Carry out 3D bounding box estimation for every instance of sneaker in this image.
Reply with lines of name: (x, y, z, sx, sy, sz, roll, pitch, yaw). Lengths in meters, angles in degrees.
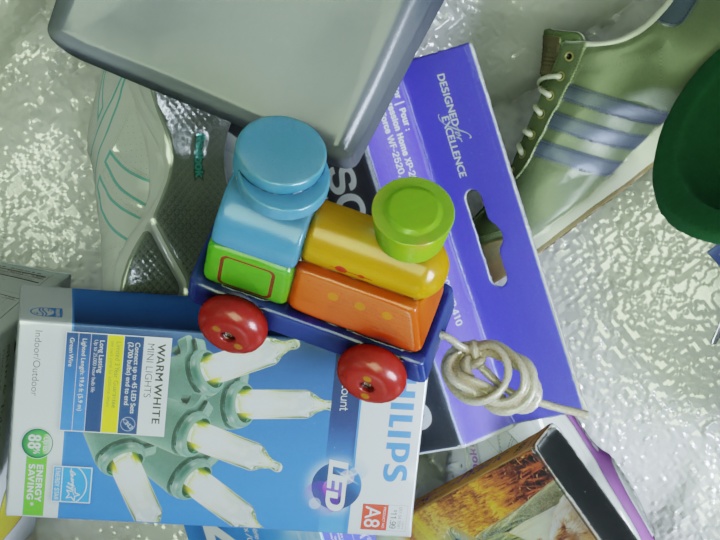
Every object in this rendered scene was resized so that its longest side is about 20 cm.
sneaker: (0.069, 0.092, 1.556, 0.099, 0.075, 0.200, -32, 95, 9)
sneaker: (-0.103, -0.040, 1.508, 0.070, 0.080, 0.201, 6, 88, -35)
sneaker: (0.115, -0.083, 1.528, 0.200, 0.067, 0.090, -37, 95, 4)

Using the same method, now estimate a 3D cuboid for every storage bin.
storage bin: (-0.050, -0.139, 1.404, 0.199, 0.146, 0.135, 22, 89, 2)

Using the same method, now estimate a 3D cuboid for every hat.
hat: (0.269, -0.026, 1.456, 0.176, 0.200, 0.166, 47, 64, -33)

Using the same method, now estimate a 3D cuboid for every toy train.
toy train: (0.024, 0.001, 1.374, 0.199, 0.085, 0.116, 19, 146, 4)

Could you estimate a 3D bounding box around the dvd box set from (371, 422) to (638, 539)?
dvd box set: (0.068, 0.181, 1.548, 0.200, 0.029, 0.147, -31, 95, 39)

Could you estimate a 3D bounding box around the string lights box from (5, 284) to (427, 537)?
string lights box: (-0.071, 0.069, 1.452, 0.199, 0.059, 0.103, 3, 107, -7)

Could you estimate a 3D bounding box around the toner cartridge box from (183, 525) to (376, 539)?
toner cartridge box: (-0.046, 0.125, 1.546, 0.095, 0.043, 0.201, -9, 103, 39)

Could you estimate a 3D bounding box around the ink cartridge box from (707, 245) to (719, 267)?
ink cartridge box: (0.287, 0.033, 1.545, 0.119, 0.042, 0.200, -39, 93, 10)

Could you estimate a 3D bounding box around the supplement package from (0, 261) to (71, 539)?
supplement package: (-0.248, 0.076, 1.519, 0.150, 0.200, 0.152, 10, 101, 4)

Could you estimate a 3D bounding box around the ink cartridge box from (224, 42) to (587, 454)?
ink cartridge box: (0.000, 0.000, 1.515, 0.200, 0.043, 0.199, -13, 98, 39)

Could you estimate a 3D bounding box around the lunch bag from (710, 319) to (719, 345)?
lunch bag: (0.275, 0.045, 1.491, 0.199, 0.076, 0.161, 1, 97, 3)
